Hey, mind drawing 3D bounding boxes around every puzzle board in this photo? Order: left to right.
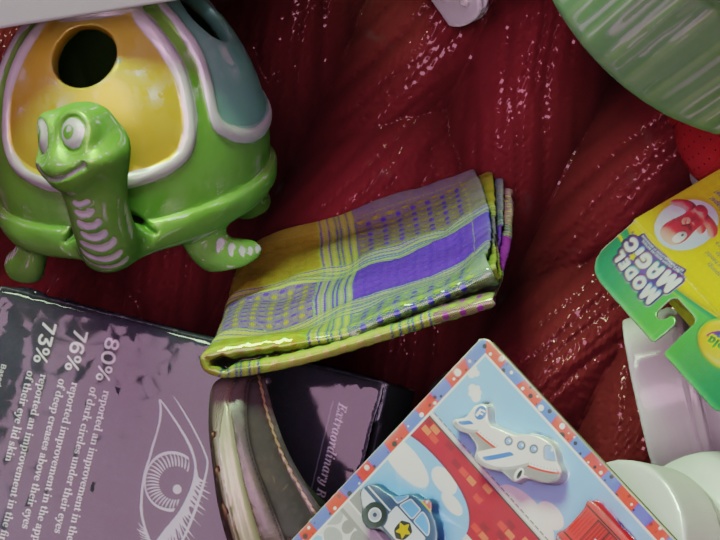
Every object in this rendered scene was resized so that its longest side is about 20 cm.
[{"bbox_3d":[0.063,0.149,1.067,0.151,0.017,0.200,-47,66,11],"label":"puzzle board"}]

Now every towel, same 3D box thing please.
[{"bbox_3d":[0.000,0.000,1.216,0.143,0.200,0.023,-16,103,8],"label":"towel"}]

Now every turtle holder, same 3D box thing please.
[{"bbox_3d":[-0.121,-0.067,1.234,0.141,0.185,0.132,7,114,33],"label":"turtle holder"}]

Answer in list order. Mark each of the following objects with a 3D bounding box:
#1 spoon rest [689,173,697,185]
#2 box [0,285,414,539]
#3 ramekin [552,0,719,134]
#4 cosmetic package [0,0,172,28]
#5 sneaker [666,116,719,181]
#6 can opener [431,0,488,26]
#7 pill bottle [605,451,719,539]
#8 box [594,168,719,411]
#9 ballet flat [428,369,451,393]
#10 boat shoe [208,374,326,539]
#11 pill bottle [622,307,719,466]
[{"bbox_3d":[0.254,-0.071,1.243,0.200,0.061,0.100,-26,84,7],"label":"spoon rest"},{"bbox_3d":[-0.089,0.102,1.261,0.200,0.104,0.148,15,88,9],"label":"box"},{"bbox_3d":[0.168,-0.156,1.150,0.098,0.200,0.200,-40,77,48],"label":"ramekin"},{"bbox_3d":[-0.112,-0.164,1.226,0.200,0.151,0.052,-9,109,-2],"label":"cosmetic package"},{"bbox_3d":[0.130,-0.132,1.225,0.112,0.071,0.200,8,63,-27],"label":"sneaker"},{"bbox_3d":[0.012,-0.207,1.306,0.066,0.053,0.200,-33,81,-30],"label":"can opener"},{"bbox_3d":[0.176,0.140,1.144,0.112,0.200,0.112,-21,61,45],"label":"pill bottle"},{"bbox_3d":[0.213,-0.012,1.156,0.200,0.048,0.117,-28,47,-10],"label":"box"},{"bbox_3d":[0.113,0.117,1.256,0.200,0.067,0.046,44,62,9],"label":"ballet flat"},{"bbox_3d":[-0.015,0.137,1.166,0.073,0.074,0.200,-18,93,-7],"label":"boat shoe"},{"bbox_3d":[0.227,0.042,1.212,0.200,0.111,0.111,-13,83,8],"label":"pill bottle"}]
